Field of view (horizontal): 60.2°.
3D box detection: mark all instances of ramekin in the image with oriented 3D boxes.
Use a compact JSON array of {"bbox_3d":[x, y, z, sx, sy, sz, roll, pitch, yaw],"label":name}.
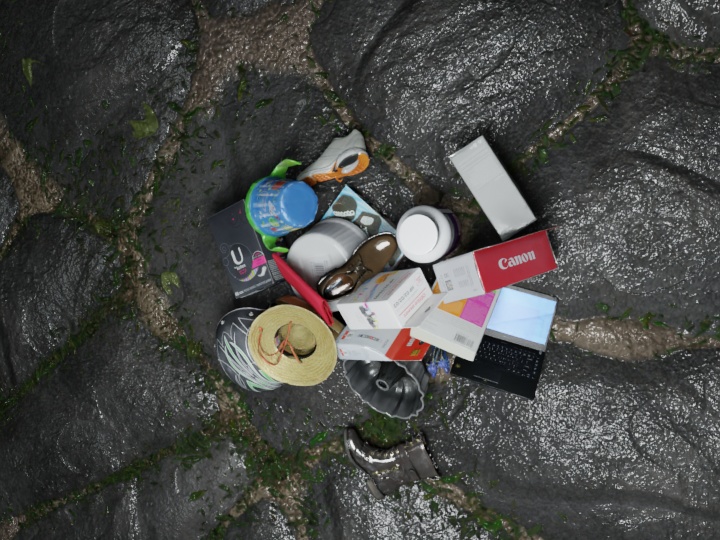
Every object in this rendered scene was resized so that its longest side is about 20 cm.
[{"bbox_3d":[-0.068,-0.006,1.371,0.198,0.097,0.204,11,112,27],"label":"ramekin"}]

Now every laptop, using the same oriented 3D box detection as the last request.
[{"bbox_3d":[0.298,0.137,1.283,0.175,0.201,0.104,15,137,17],"label":"laptop"}]

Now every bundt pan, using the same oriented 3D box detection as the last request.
[{"bbox_3d":[0.064,0.225,1.353,0.200,0.076,0.204,20,134,22],"label":"bundt pan"}]

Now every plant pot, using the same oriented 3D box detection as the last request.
[{"bbox_3d":[-0.097,0.109,1.379,0.198,0.200,0.028,29,76,14],"label":"plant pot"}]

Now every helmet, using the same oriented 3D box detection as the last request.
[{"bbox_3d":[-0.232,0.177,1.417,0.197,0.190,0.203,3,99,19],"label":"helmet"}]

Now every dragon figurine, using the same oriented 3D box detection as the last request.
[{"bbox_3d":[0.164,0.123,1.330,0.058,0.099,0.203,-7,93,18],"label":"dragon figurine"}]

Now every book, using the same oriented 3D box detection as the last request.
[{"bbox_3d":[0.197,0.077,1.250,0.132,0.201,0.048,22,136,14],"label":"book"}]

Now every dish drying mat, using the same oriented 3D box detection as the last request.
[{"bbox_3d":[-0.119,0.035,1.285,0.018,0.077,0.200,-36,46,-14],"label":"dish drying mat"}]

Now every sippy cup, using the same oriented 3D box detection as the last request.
[{"bbox_3d":[-0.162,-0.140,1.343,0.130,0.139,0.180,4,120,54],"label":"sippy cup"}]

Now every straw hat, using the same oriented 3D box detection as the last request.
[{"bbox_3d":[-0.131,0.140,1.309,0.198,0.085,0.204,6,114,15],"label":"straw hat"}]

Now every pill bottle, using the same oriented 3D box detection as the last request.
[{"bbox_3d":[0.138,-0.076,1.266,0.111,0.200,0.114,2,96,18],"label":"pill bottle"}]

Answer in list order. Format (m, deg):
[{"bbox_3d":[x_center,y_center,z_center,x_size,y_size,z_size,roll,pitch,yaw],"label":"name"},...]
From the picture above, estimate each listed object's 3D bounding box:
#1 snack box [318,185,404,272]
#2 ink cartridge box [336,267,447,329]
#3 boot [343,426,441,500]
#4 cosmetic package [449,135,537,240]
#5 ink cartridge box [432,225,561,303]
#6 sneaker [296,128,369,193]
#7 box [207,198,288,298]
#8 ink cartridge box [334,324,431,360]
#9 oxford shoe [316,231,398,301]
[{"bbox_3d":[0.011,-0.082,1.394,0.200,0.037,0.117,42,108,10],"label":"snack box"},{"bbox_3d":[0.061,0.056,1.229,0.199,0.115,0.068,-7,118,49],"label":"ink cartridge box"},{"bbox_3d":[0.072,0.412,1.413,0.173,0.069,0.202,-31,92,16],"label":"boot"},{"bbox_3d":[0.273,-0.165,1.263,0.090,0.107,0.202,-30,83,17],"label":"cosmetic package"},{"bbox_3d":[0.272,-0.012,1.193,0.175,0.198,0.085,-22,85,61],"label":"ink cartridge box"},{"bbox_3d":[-0.063,-0.245,1.396,0.198,0.075,0.093,-21,56,31],"label":"sneaker"},{"bbox_3d":[-0.250,-0.054,1.442,0.121,0.106,0.203,-22,88,28],"label":"box"},{"bbox_3d":[0.062,0.117,1.274,0.198,0.162,0.051,-7,119,37],"label":"ink cartridge box"},{"bbox_3d":[0.000,0.000,1.248,0.200,0.084,0.073,-41,103,3],"label":"oxford shoe"}]
